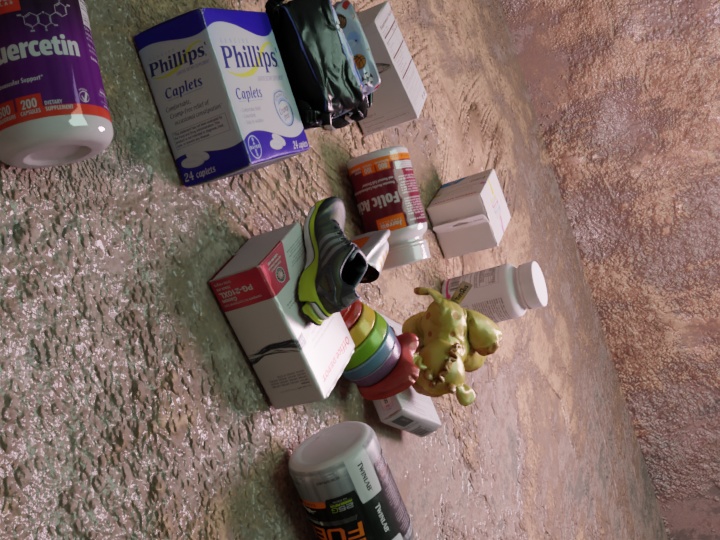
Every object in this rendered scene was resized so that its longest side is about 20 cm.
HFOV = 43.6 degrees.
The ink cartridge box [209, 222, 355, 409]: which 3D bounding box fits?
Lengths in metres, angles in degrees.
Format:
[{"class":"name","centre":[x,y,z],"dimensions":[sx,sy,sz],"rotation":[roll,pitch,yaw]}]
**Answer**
[{"class":"ink cartridge box","centre":[-0.098,0.061,1.197],"dimensions":[0.201,0.084,0.145],"rotation":[66,26,-17]}]

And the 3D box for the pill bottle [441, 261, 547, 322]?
[{"class":"pill bottle","centre":[0.279,0.051,1.877],"dimensions":[0.113,0.198,0.114],"rotation":[42,40,-50]}]

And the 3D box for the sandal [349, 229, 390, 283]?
[{"class":"sandal","centre":[-0.007,0.002,1.448],"dimensions":[0.207,0.079,0.060],"rotation":[-53,126,-50]}]

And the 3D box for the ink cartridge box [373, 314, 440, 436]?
[{"class":"ink cartridge box","centre":[0.054,0.171,1.516],"dimensions":[0.162,0.057,0.201],"rotation":[33,27,-56]}]

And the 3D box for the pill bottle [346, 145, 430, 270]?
[{"class":"pill bottle","centre":[0.053,-0.107,1.585],"dimensions":[0.114,0.113,0.202],"rotation":[-12,87,-66]}]

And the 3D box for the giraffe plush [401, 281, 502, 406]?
[{"class":"giraffe plush","centre":[0.137,0.139,1.466],"dimensions":[0.201,0.171,0.163],"rotation":[90,14,-51]}]

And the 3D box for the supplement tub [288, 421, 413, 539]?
[{"class":"supplement tub","centre":[-0.005,0.313,1.186],"dimensions":[0.201,0.122,0.123],"rotation":[67,25,-14]}]

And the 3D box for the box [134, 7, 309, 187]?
[{"class":"box","centre":[-0.174,-0.228,1.177],"dimensions":[0.184,0.104,0.202],"rotation":[-33,105,-65]}]

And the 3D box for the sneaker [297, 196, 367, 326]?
[{"class":"sneaker","centre":[-0.028,-0.020,1.195],"dimensions":[0.074,0.080,0.201],"rotation":[49,33,-44]}]

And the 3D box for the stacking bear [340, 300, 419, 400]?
[{"class":"stacking bear","centre":[-0.015,0.088,1.335],"dimensions":[0.200,0.113,0.122],"rotation":[49,23,-24]}]

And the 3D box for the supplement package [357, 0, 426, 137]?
[{"class":"supplement package","centre":[0.029,-0.376,1.685],"dimensions":[0.201,0.116,0.118],"rotation":[62,27,-26]}]

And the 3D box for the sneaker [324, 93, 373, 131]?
[{"class":"sneaker","centre":[-0.038,-0.349,1.531],"dimensions":[0.202,0.111,0.073],"rotation":[69,24,-13]}]

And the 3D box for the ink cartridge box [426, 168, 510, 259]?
[{"class":"ink cartridge box","centre":[0.237,-0.120,1.974],"dimensions":[0.126,0.128,0.200],"rotation":[67,26,-16]}]

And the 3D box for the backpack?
[{"class":"backpack","centre":[-0.071,-0.302,1.332],"dimensions":[0.153,0.190,0.202],"rotation":[-18,93,-27]}]

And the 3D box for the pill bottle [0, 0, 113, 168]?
[{"class":"pill bottle","centre":[-0.310,-0.206,0.859],"dimensions":[0.112,0.112,0.202],"rotation":[-6,81,-65]}]
